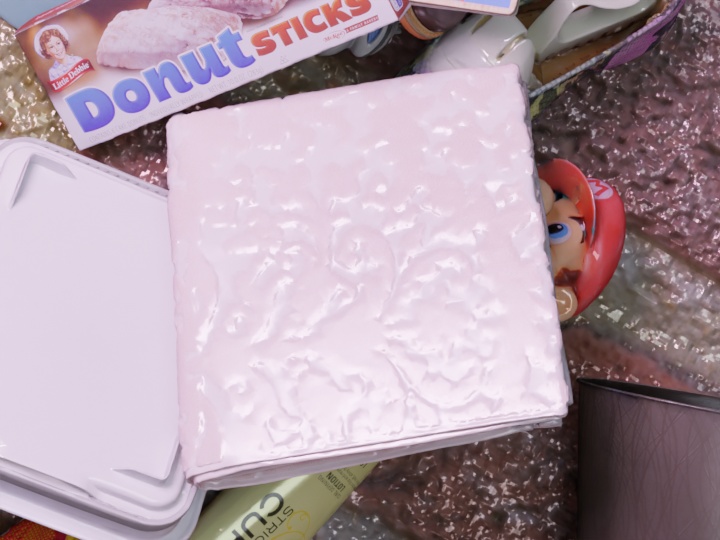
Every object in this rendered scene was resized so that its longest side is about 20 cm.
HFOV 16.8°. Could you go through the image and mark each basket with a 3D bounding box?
[{"bbox_3d":[0.186,0.170,1.291,0.180,0.136,0.201,9,92,-8],"label":"basket"}]

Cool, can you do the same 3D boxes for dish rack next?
[{"bbox_3d":[-0.136,0.029,1.220,0.171,0.044,0.200,23,58,-12],"label":"dish rack"}]

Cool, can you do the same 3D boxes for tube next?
[{"bbox_3d":[-0.051,0.132,1.278,0.058,0.052,0.200,43,83,2],"label":"tube"}]

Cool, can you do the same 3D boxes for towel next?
[{"bbox_3d":[0.000,0.000,1.199,0.191,0.032,0.200,-9,64,8],"label":"towel"}]

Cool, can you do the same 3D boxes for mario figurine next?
[{"bbox_3d":[0.050,-0.012,1.261,0.200,0.106,0.124,-21,90,-23],"label":"mario figurine"}]

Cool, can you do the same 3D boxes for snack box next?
[{"bbox_3d":[-0.076,-0.126,1.220,0.200,0.024,0.072,-20,109,29],"label":"snack box"}]

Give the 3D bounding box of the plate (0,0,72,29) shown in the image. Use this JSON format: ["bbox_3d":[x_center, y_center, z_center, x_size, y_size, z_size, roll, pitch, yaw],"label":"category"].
[{"bbox_3d":[-0.124,-0.210,1.275,0.200,0.026,0.201,0,89,-13],"label":"plate"}]

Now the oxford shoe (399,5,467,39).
[{"bbox_3d":[0.069,-0.211,1.234,0.071,0.073,0.200,23,83,-49],"label":"oxford shoe"}]

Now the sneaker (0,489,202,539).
[{"bbox_3d":[-0.162,0.158,1.241,0.073,0.077,0.200,42,83,-11],"label":"sneaker"}]

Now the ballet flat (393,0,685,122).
[{"bbox_3d":[0.092,-0.120,1.278,0.200,0.071,0.069,-29,73,-24],"label":"ballet flat"}]

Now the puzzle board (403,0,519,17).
[{"bbox_3d":[0.025,-0.231,1.217,0.150,0.017,0.201,10,84,15],"label":"puzzle board"}]

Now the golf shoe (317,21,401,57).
[{"bbox_3d":[-0.021,-0.213,1.262,0.097,0.078,0.201,4,88,-27],"label":"golf shoe"}]
